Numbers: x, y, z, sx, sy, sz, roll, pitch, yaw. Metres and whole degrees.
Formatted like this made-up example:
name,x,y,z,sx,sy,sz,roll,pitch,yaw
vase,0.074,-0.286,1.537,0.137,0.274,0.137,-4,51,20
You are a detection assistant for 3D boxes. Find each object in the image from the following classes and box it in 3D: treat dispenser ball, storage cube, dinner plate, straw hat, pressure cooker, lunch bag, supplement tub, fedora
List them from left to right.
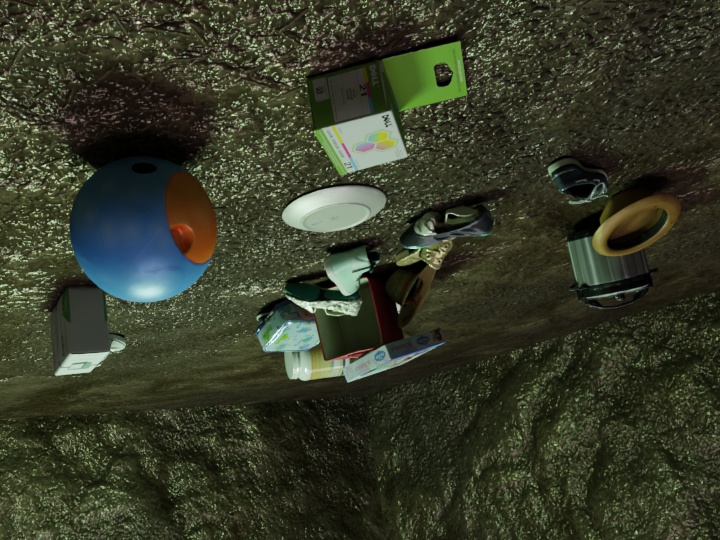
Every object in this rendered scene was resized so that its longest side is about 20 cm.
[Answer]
name,x,y,z,sx,sy,sz,roll,pitch,yaw
treat dispenser ball,-0.301,-0.057,0.973,0.198,0.204,0.201,-10,164,-3
lunch bag,-0.180,0.157,1.911,0.199,0.083,0.161,5,135,-48
supplement tub,-0.147,0.292,2.335,0.197,0.146,0.144,-5,163,-20
dinner plate,-0.047,-0.107,1.292,0.197,0.025,0.200,-9,163,-3
storage cube,-0.004,0.124,1.793,0.169,0.203,0.179,-17,169,20
straw hat,0.111,0.044,1.769,0.084,0.202,0.201,30,175,19
pressure cooker,0.594,-0.009,1.663,0.177,0.203,0.175,-11,176,-35
fedora,0.591,-0.117,1.518,0.198,0.083,0.202,-10,143,-7

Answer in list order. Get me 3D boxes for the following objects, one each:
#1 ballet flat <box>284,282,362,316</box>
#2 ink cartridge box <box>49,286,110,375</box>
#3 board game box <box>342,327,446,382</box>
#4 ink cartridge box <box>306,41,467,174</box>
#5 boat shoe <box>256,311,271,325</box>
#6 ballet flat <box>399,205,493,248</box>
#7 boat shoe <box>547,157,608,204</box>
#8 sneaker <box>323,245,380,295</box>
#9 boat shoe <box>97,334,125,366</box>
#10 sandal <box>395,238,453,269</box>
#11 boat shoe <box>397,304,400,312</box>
name,x,y,z,sx,sy,sz,roll,pitch,yaw
ballet flat,-0.093,0.078,1.688,0.197,0.073,0.072,8,166,10
ink cartridge box,-0.615,0.134,1.515,0.083,0.148,0.199,-1,162,-34
board game box,0.086,0.216,1.766,0.198,0.042,0.199,-11,164,-38
ink cartridge box,0.045,-0.209,0.911,0.197,0.077,0.148,-12,164,10
boat shoe,-0.256,0.165,1.994,0.074,0.061,0.200,-9,163,-2
ballet flat,0.169,-0.095,1.407,0.197,0.074,0.073,-9,165,16
boat shoe,0.426,-0.164,1.330,0.074,0.063,0.199,-24,160,32
sneaker,0.000,0.000,1.588,0.117,0.075,0.200,-17,164,10
boat shoe,-0.697,0.212,1.826,0.074,0.087,0.202,-16,162,20
sandal,0.163,-0.032,1.585,0.077,0.071,0.211,3,159,-38
boat shoe,0.078,0.094,1.969,0.198,0.074,0.060,-28,-157,4
